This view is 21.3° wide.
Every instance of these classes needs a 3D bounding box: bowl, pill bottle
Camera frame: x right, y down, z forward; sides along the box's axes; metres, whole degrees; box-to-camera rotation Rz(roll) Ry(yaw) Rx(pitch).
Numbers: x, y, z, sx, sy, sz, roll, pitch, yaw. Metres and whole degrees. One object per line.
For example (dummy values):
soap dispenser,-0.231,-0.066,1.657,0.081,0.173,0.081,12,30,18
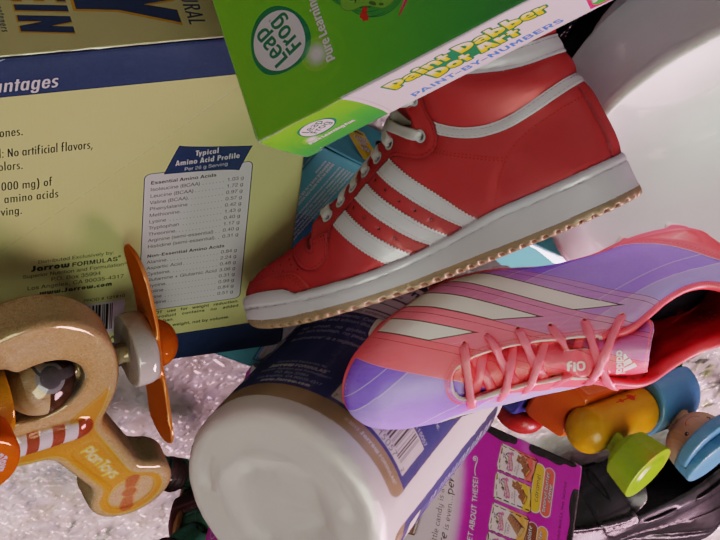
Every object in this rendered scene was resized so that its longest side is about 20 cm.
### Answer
bowl,0.170,-0.086,0.927,0.201,0.090,0.201,-15,146,-10
pill bottle,0.008,0.065,0.982,0.200,0.111,0.111,-46,161,-48

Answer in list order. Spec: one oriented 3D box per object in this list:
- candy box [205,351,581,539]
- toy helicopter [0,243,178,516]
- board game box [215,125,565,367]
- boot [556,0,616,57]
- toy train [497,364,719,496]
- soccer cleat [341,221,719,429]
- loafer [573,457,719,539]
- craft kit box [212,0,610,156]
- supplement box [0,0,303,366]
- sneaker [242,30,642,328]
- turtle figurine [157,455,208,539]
candy box,0.020,0.141,1.069,0.200,0.137,0.061,26,146,-20
toy helicopter,-0.132,0.065,0.904,0.132,0.079,0.200,-33,150,-1
board game box,0.000,0.000,1.093,0.200,0.047,0.151,23,121,-38
boot,0.153,-0.099,1.039,0.198,0.073,0.162,32,113,-34
toy train,0.135,0.090,1.148,0.200,0.116,0.085,-13,141,-46
soccer cleat,0.090,0.032,0.884,0.200,0.076,0.067,-18,124,-14
loafer,0.167,0.154,1.307,0.200,0.068,0.070,-4,127,-26
craft kit box,0.018,-0.177,0.765,0.197,0.200,0.048,-27,163,27
supplement box,-0.139,-0.067,0.902,0.200,0.134,0.200,-8,136,-17
sneaker,0.017,-0.049,0.861,0.200,0.113,0.071,-22,-177,26
turtle figurine,-0.103,0.151,1.112,0.101,0.200,0.150,-18,120,17
